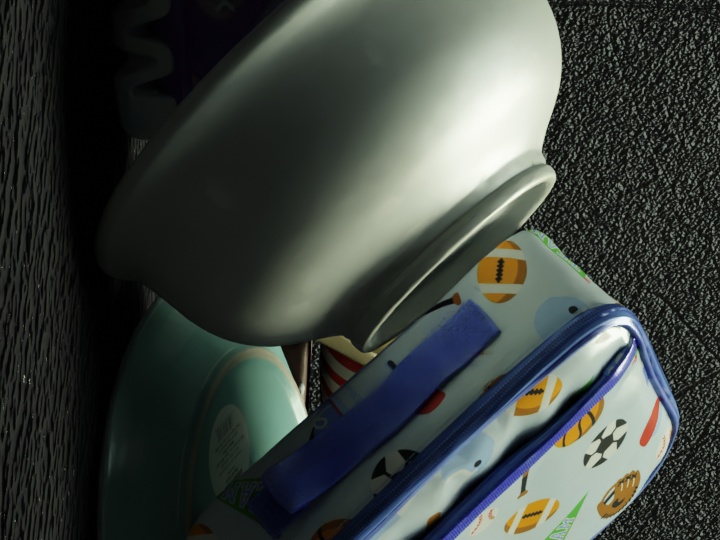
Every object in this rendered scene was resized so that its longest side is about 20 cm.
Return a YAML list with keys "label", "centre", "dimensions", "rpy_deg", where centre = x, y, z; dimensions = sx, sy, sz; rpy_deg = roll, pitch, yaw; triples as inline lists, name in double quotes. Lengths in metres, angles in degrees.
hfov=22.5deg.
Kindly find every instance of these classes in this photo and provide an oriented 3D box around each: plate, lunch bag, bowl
- label: "plate"
  centre: [-0.052, 0.100, 0.753]
  dimensions: [0.200, 0.025, 0.203]
  rpy_deg: [-1, 90, -69]
- label: "lunch bag"
  centre: [0.030, 0.086, 0.706]
  dimensions: [0.076, 0.200, 0.160]
  rpy_deg: [44, -5, 30]
- label: "bowl"
  centre: [0.007, -0.035, 0.655]
  dimensions: [0.091, 0.201, 0.201]
  rpy_deg: [49, -8, 9]

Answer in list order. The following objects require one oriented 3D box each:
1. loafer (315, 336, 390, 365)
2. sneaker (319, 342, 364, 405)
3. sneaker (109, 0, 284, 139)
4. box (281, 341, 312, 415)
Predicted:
- label: "loafer"
  centre: [0.000, 0.000, 0.901]
  dimensions: [0.067, 0.199, 0.077]
  rpy_deg: [-42, -130, 38]
- label: "sneaker"
  centre: [0.008, 0.083, 1.015]
  dimensions: [0.200, 0.077, 0.117]
  rpy_deg: [126, -29, -81]
- label: "sneaker"
  centre: [-0.048, -0.145, 0.659]
  dimensions: [0.081, 0.087, 0.202]
  rpy_deg: [-85, 176, -63]
- label: "box"
  centre: [-0.060, 0.009, 0.986]
  dimensions: [0.101, 0.074, 0.201]
  rpy_deg: [93, -3, -52]
